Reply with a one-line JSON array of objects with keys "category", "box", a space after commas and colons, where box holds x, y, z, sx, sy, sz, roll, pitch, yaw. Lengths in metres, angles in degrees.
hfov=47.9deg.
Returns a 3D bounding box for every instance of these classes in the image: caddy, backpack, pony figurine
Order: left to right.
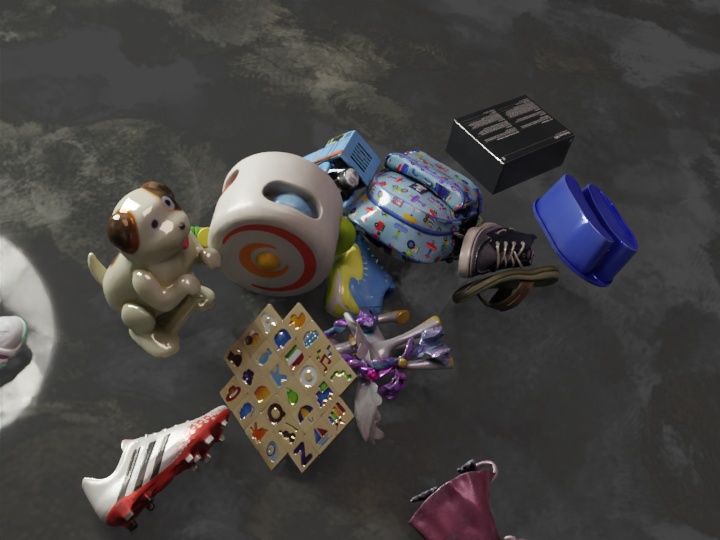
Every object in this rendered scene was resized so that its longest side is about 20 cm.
[{"category": "pony figurine", "box": [0.021, 0.117, 1.095, 0.196, 0.170, 0.193, -10, 18, -18]}, {"category": "backpack", "box": [0.081, -0.095, 1.256, 0.181, 0.136, 0.199, 34, 22, 18]}, {"category": "caddy", "box": [0.369, -0.063, 1.363, 0.139, 0.105, 0.202, 14, 40, -33]}]

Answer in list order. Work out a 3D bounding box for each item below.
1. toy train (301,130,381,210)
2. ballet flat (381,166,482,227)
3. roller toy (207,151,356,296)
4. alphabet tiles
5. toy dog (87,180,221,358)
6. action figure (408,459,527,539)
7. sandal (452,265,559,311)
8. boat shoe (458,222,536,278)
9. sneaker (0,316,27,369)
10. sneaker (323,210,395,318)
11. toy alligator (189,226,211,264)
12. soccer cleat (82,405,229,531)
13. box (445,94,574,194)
[{"category": "toy train", "box": [-0.062, -0.140, 1.272, 0.087, 0.198, 0.115, 46, 55, -24]}, {"category": "ballet flat", "box": [0.123, -0.131, 1.389, 0.197, 0.075, 0.075, 24, 46, 9]}, {"category": "roller toy", "box": [-0.121, -0.058, 1.144, 0.196, 0.184, 0.142, -9, 47, 21]}, {"category": "alphabet tiles", "box": [-0.095, 0.147, 1.035, 0.200, 0.167, 0.006, 48, 13, 29]}, {"category": "toy dog", "box": [-0.278, -0.021, 1.094, 0.192, 0.202, 0.140, 31, 47, 16]}, {"category": "action figure", "box": [0.143, 0.340, 0.956, 0.202, 0.133, 0.148, 56, 15, 19]}, {"category": "sandal", "box": [0.235, 0.032, 1.262, 0.197, 0.080, 0.059, -7, 81, -27]}, {"category": "boat shoe", "box": [0.218, -0.031, 1.266, 0.091, 0.076, 0.200, 11, 21, 20]}, {"category": "sneaker", "box": [-0.510, 0.077, 0.986, 0.198, 0.141, 0.078, -27, 57, -32]}, {"category": "sneaker", "box": [0.000, 0.000, 1.245, 0.103, 0.076, 0.203, 20, 48, -16]}, {"category": "toy alligator", "box": [-0.277, -0.039, 1.217, 0.196, 0.059, 0.056, 3, 87, -11]}, {"category": "soccer cleat", "box": [-0.240, 0.219, 0.974, 0.085, 0.069, 0.200, 37, 54, 16]}, {"category": "box", "box": [0.280, -0.239, 1.520, 0.198, 0.080, 0.141, -23, 53, -31]}]
